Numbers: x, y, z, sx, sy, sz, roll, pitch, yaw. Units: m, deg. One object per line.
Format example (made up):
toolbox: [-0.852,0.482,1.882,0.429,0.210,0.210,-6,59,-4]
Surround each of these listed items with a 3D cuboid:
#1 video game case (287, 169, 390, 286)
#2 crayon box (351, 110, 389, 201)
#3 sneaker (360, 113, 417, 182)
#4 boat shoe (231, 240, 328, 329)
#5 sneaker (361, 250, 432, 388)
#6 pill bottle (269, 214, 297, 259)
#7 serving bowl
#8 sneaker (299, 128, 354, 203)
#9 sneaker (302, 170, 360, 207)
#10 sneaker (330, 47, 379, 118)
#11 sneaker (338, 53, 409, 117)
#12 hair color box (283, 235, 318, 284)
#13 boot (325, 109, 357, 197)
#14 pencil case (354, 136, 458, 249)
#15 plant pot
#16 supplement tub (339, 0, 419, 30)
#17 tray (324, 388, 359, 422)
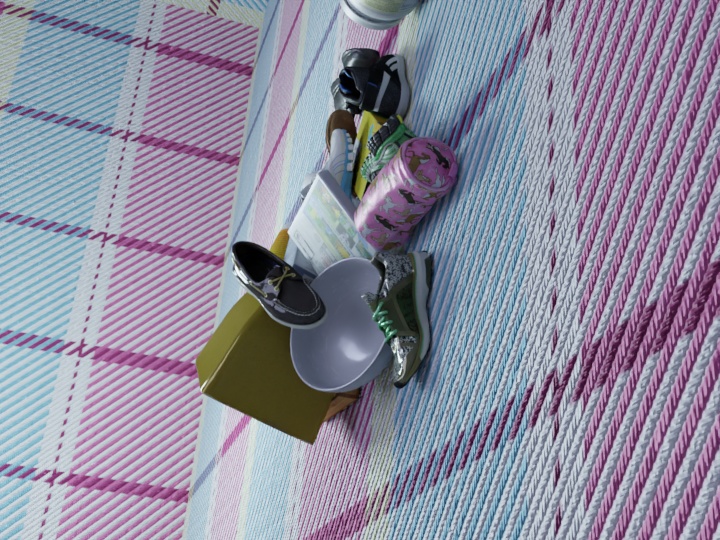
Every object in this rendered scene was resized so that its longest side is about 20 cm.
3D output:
video game case: [-0.026,-0.029,1.506,0.200,0.022,0.182,54,149,12]
crayon box: [0.025,-0.187,1.602,0.200,0.051,0.127,-108,33,-71]
sneaker: [0.053,-0.153,1.436,0.078,0.085,0.200,-44,-6,-6]
boat shoe: [-0.125,0.020,1.447,0.201,0.072,0.061,32,150,40]
sneaker: [0.040,0.059,1.288,0.077,0.088,0.200,124,153,-56]
pill bottle: [-0.120,-0.021,1.869,0.200,0.111,0.111,-63,7,-25]
serving bowl: [-0.010,0.084,1.420,0.200,0.066,0.201,-21,57,37]
sneaker: [-0.055,-0.143,1.612,0.075,0.086,0.200,108,164,-70]
sneaker: [-0.062,-0.125,1.710,0.200,0.099,0.078,43,118,49]
sneaker: [-0.006,-0.349,1.868,0.200,0.076,0.091,117,151,-66]
sneaker: [0.015,-0.327,1.651,0.200,0.112,0.073,-102,29,-58]
hair color box: [-0.075,-0.021,1.697,0.061,0.099,0.200,-53,15,29]
boot: [-0.018,-0.221,1.812,0.075,0.073,0.200,-38,48,49]
pencil case: [0.061,-0.103,1.344,0.200,0.086,0.083,127,128,-59]
plant pot: [-0.124,0.122,1.557,0.200,0.195,0.194,-60,16,3]
supplement tub: [0.049,-0.502,1.598,0.200,0.145,0.145,127,152,-59]
tray: [-0.042,0.182,1.616,0.200,0.037,0.099,131,147,-65]
